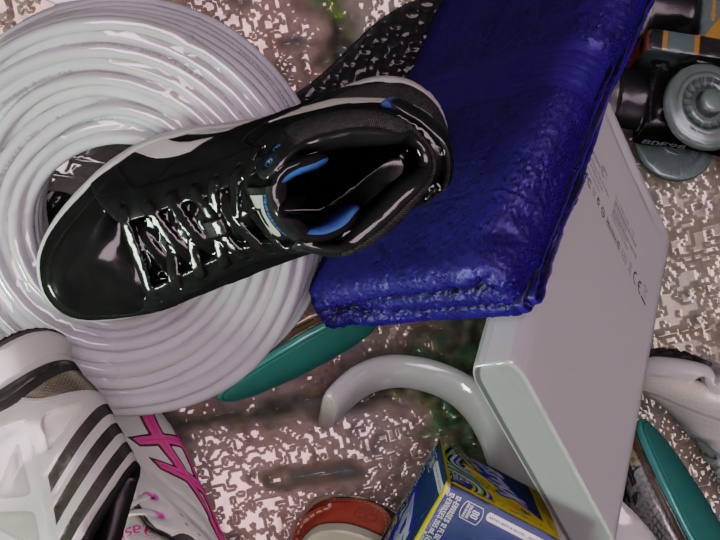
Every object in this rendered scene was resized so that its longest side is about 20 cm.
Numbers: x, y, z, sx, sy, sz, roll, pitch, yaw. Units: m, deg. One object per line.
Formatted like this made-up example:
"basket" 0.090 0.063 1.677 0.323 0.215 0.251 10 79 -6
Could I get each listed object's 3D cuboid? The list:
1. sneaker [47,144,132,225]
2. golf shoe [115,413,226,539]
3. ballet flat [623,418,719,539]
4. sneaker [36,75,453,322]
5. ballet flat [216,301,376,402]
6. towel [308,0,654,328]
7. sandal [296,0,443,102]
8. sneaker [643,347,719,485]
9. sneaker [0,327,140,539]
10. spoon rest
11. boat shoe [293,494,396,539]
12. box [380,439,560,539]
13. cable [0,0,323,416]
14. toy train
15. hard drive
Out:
"sneaker" -0.159 -0.063 0.945 0.199 0.073 0.072 -25 102 7
"golf shoe" -0.110 0.119 0.921 0.072 0.092 0.201 -36 83 -6
"ballet flat" 0.181 0.175 0.972 0.072 0.072 0.201 -38 91 -6
"sneaker" -0.056 -0.028 0.785 0.198 0.112 0.074 -24 101 5
"ballet flat" 0.000 0.000 0.957 0.199 0.068 0.068 -25 71 -1
"towel" 0.062 -0.062 0.863 0.049 0.147 0.201 38 64 -26
"sandal" 0.004 -0.081 0.970 0.199 0.045 0.076 -30 79 -1
"sneaker" 0.223 0.112 0.977 0.199 0.075 0.081 34 93 -4
"sneaker" -0.185 0.126 0.810 0.200 0.076 0.116 -38 69 -5
"spoon rest" 0.075 0.106 0.953 0.199 0.100 0.061 33 63 9
"boat shoe" 0.053 0.181 0.956 0.199 0.063 0.072 31 103 -5
"box" 0.019 0.188 0.888 0.064 0.070 0.201 27 100 -7
"cable" -0.113 -0.029 0.878 0.198 0.069 0.202 13 103 0
"toy train" 0.229 -0.103 0.982 0.198 0.085 0.115 8 75 -4
"hard drive" 0.109 0.015 0.897 0.026 0.201 0.132 -8 132 28
